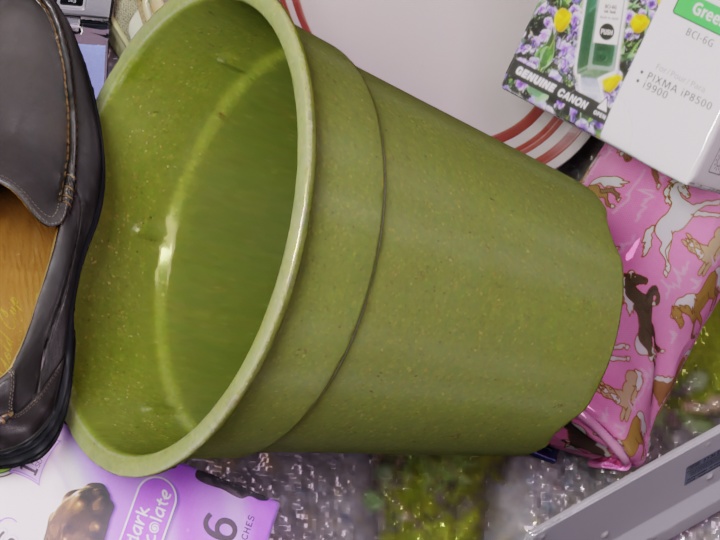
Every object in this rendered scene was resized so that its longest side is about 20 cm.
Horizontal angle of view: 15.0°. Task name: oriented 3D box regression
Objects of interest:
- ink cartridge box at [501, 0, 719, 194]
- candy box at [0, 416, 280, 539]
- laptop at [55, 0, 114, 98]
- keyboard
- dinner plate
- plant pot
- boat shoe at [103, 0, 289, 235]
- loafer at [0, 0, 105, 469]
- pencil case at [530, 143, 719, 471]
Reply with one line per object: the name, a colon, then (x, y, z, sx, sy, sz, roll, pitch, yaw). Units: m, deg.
ink cartridge box: (0.152, -0.146, 1.191, 0.109, 0.050, 0.201, 30, 102, 31)
candy box: (-0.156, 0.141, 1.120, 0.199, 0.072, 0.169, 23, 71, -12)
laptop: (-0.192, -0.100, 1.135, 0.186, 0.201, 0.116, 4, 43, -11)
keyboard: (0.156, 0.093, 1.247, 0.199, 0.057, 0.011, -27, 46, -22)
dinner plate: (0.033, -0.129, 1.254, 0.199, 0.024, 0.202, 13, 63, -28)
plant pot: (0.000, 0.000, 1.122, 0.189, 0.200, 0.202, 14, 73, -33)
boat shoe: (-0.046, -0.071, 1.211, 0.073, 0.063, 0.201, -32, 89, -22)
loafer: (-0.139, -0.026, 1.085, 0.072, 0.072, 0.202, -2, 74, -1)
pencil case: (0.132, -0.005, 1.245, 0.082, 0.087, 0.201, 21, 67, 26)
